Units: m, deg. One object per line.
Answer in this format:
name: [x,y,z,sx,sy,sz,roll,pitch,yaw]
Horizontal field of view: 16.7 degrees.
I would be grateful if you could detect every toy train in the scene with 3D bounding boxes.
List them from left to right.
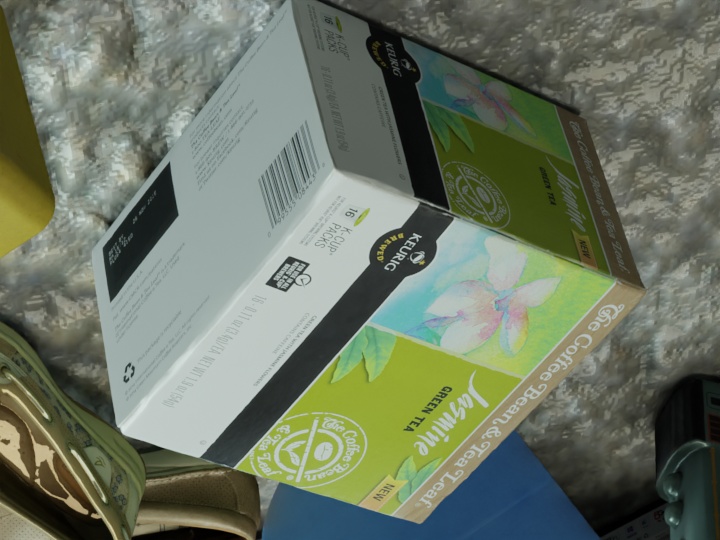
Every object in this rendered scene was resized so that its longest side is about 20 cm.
toy train: [0.229,0.151,1.427,0.114,0.200,0.085,14,134,-8]

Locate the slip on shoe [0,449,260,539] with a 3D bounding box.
slip on shoe: [-0.156,0.152,1.414,0.199,0.061,0.076,-8,137,-6]

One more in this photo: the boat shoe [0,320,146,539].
boat shoe: [-0.193,0.085,1.315,0.200,0.063,0.073,38,118,-26]

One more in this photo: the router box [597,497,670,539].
router box: [0.162,0.241,1.600,0.200,0.052,0.157,-29,136,16]

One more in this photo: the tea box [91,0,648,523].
tea box: [0.000,0.000,1.242,0.196,0.134,0.200,19,128,-31]

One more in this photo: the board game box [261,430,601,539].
board game box: [0.046,0.166,1.397,0.158,0.200,0.039,-33,159,-14]

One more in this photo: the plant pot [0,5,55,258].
plant pot: [-0.249,-0.071,1.070,0.200,0.200,0.176,-31,146,18]
